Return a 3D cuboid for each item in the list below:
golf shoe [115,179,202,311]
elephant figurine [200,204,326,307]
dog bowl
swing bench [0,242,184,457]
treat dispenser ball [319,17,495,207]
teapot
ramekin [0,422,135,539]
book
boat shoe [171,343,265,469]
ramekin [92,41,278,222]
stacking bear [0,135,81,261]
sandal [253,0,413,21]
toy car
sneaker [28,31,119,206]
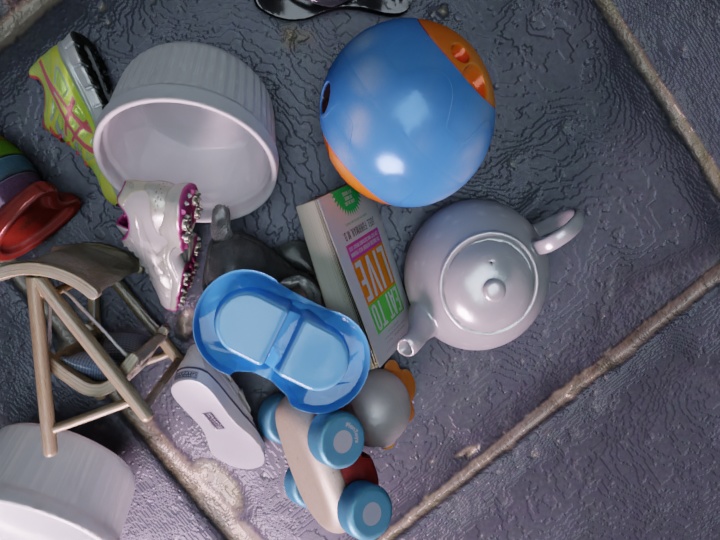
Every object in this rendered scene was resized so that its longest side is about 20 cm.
[{"bbox_3d":[-0.234,-0.031,0.814,0.089,0.076,0.202,13,137,-3],"label":"golf shoe"},{"bbox_3d":[-0.093,0.031,0.852,0.195,0.155,0.145,7,65,-14],"label":"elephant figurine"},{"bbox_3d":[-0.084,0.074,0.760,0.197,0.050,0.113,27,92,-11],"label":"dog bowl"},{"bbox_3d":[-0.305,0.065,0.795,0.127,0.199,0.204,-19,99,-1],"label":"swing bench"},{"bbox_3d":[0.052,-0.174,0.781,0.195,0.201,0.206,0,98,-3],"label":"treat dispenser ball"},{"bbox_3d":[0.149,0.008,0.842,0.192,0.146,0.205,11,96,-5],"label":"teapot"},{"bbox_3d":[-0.365,0.265,0.826,0.195,0.099,0.203,8,141,7],"label":"ramekin"},{"bbox_3d":[0.000,0.000,0.844,0.047,0.133,0.204,-13,101,32],"label":"book"},{"bbox_3d":[-0.169,0.172,0.869,0.070,0.067,0.202,-12,131,19],"label":"boat shoe"},{"bbox_3d":[-0.185,-0.155,0.777,0.195,0.202,0.107,3,58,-4],"label":"ramekin"},{"bbox_3d":[-0.445,-0.122,0.811,0.114,0.121,0.200,-43,89,-4],"label":"stacking bear"},{"bbox_3d":[-0.031,-0.342,0.833,0.195,0.043,0.078,-4,98,-3],"label":"sandal"},{"bbox_3d":[0.005,0.201,0.873,0.197,0.183,0.180,-27,100,-28],"label":"toy car"},{"bbox_3d":[-0.327,-0.168,0.830,0.088,0.078,0.204,-19,93,8],"label":"sneaker"}]
